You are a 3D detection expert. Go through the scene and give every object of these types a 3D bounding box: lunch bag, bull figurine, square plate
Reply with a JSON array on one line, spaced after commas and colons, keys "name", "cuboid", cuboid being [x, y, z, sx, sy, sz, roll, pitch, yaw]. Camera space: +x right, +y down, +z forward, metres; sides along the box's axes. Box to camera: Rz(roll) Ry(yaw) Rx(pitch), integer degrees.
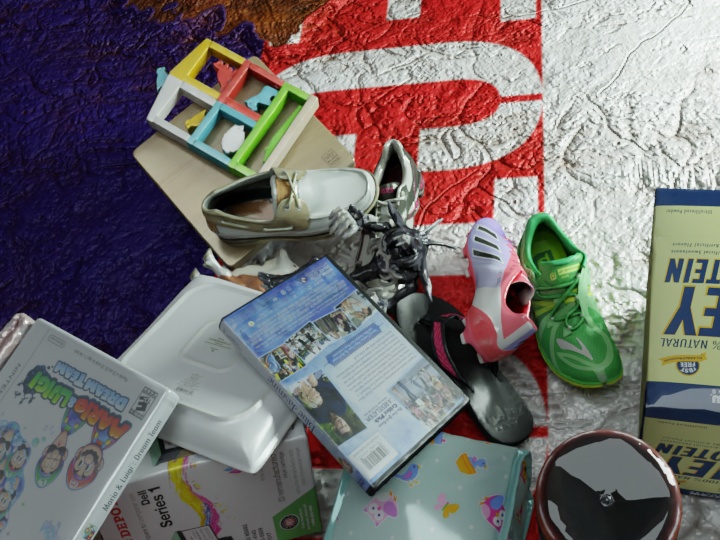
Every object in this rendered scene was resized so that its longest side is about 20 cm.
[{"name": "lunch bag", "cuboid": [0.054, 0.250, 0.755, 0.167, 0.123, 0.203, 9, 55, 19]}, {"name": "bull figurine", "cuboid": [-0.140, 0.051, 0.944, 0.120, 0.065, 0.203, 29, 71, -16]}, {"name": "square plate", "cuboid": [-0.128, 0.078, 0.796, 0.196, 0.029, 0.199, 14, 42, 24]}]

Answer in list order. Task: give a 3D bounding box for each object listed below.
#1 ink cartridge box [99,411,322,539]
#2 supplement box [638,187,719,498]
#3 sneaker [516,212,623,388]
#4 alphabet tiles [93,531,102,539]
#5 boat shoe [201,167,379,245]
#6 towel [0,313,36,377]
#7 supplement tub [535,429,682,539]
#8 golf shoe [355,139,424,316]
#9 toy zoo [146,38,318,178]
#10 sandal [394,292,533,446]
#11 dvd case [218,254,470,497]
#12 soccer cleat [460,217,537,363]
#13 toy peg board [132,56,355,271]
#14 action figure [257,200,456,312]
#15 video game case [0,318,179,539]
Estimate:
[{"name": "ink cartridge box", "cuboid": [-0.144, 0.193, 0.798, 0.196, 0.147, 0.085, -12, 41, -8]}, {"name": "supplement box", "cuboid": [0.314, 0.070, 0.746, 0.131, 0.201, 0.203, 3, 60, 18]}, {"name": "sneaker", "cuboid": [0.203, 0.028, 0.874, 0.073, 0.084, 0.203, -20, 56, 2]}, {"name": "alphabet tiles", "cuboid": [-0.318, 0.268, 0.818, 0.015, 0.200, 0.197, -4, 49, 58]}, {"name": "boat shoe", "cuboid": [-0.079, -0.073, 0.940, 0.196, 0.068, 0.076, -14, 69, 12]}, {"name": "towel", "cuboid": [-0.343, 0.168, 0.866, 0.032, 0.201, 0.192, 23, 67, 28]}, {"name": "supplement tub", "cuboid": [0.195, 0.212, 0.690, 0.105, 0.201, 0.109, -6, 57, 10]}, {"name": "golf shoe", "cuboid": [0.027, -0.050, 0.970, 0.075, 0.089, 0.204, -1, 61, 12]}, {"name": "toy zoo", "cuboid": [-0.166, -0.198, 1.038, 0.198, 0.021, 0.132, 30, 74, 13]}, {"name": "sandal", "cuboid": [0.108, 0.087, 0.876, 0.074, 0.046, 0.201, -24, 56, -23]}, {"name": "dvd case", "cuboid": [-0.012, 0.084, 0.769, 0.200, 0.018, 0.142, 45, 48, 16]}, {"name": "soccer cleat", "cuboid": [0.146, 0.010, 0.884, 0.076, 0.067, 0.202, -29, 29, 30]}, {"name": "toy peg board", "cuboid": [-0.138, -0.120, 1.071, 0.199, 0.098, 0.199, -41, 73, -11]}, {"name": "action figure", "cuboid": [0.000, 0.000, 0.883, 0.197, 0.102, 0.121, -27, 79, 7]}, {"name": "video game case", "cuboid": [-0.271, 0.150, 0.739, 0.197, 0.024, 0.184, 19, 69, 35]}]
